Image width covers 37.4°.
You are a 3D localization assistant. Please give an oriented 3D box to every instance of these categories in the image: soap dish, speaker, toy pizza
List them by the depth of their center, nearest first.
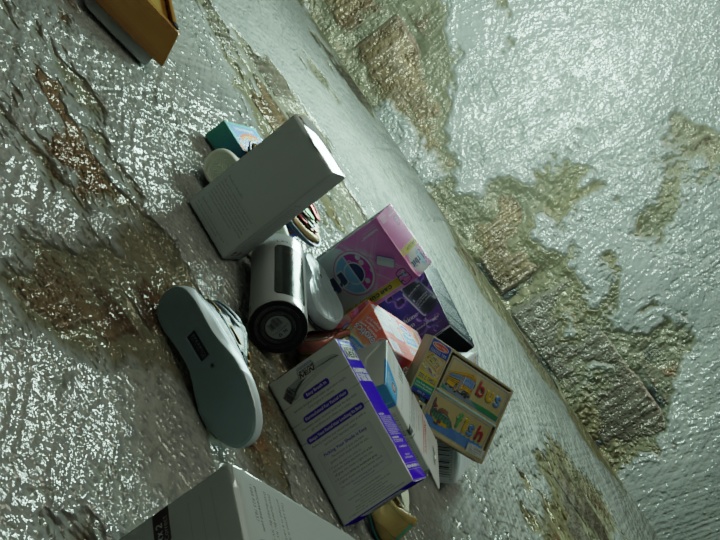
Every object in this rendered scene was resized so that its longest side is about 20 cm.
[{"bbox_3d":[-0.113,0.028,1.458,0.081,0.081,0.201,49,15,-24],"label":"speaker"},{"bbox_3d":[-0.360,-0.430,1.667,0.157,0.081,0.201,45,16,-39],"label":"soap dish"},{"bbox_3d":[-0.114,-0.127,1.703,0.201,0.031,0.200,56,9,-14],"label":"toy pizza"}]

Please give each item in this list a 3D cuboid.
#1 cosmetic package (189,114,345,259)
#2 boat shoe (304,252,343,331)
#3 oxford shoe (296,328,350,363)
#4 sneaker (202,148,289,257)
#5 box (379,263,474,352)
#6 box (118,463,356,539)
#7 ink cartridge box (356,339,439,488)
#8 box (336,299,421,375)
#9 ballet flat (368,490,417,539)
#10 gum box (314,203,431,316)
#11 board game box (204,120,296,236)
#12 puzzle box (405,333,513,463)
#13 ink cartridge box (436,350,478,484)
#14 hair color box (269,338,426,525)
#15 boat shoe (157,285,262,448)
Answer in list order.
[{"bbox_3d":[-0.129,-0.112,1.468,0.102,0.199,0.074,57,14,9],"label":"cosmetic package"},{"bbox_3d":[-0.073,0.043,1.558,0.072,0.062,0.201,40,12,-22],"label":"boat shoe"},{"bbox_3d":[-0.053,0.124,1.516,0.200,0.069,0.076,-15,98,-78],"label":"oxford shoe"},{"bbox_3d":[-0.160,-0.091,1.593,0.202,0.074,0.084,61,6,4],"label":"sneaker"},{"bbox_3d":[0.091,0.084,1.907,0.104,0.147,0.202,38,20,-49],"label":"box"},{"bbox_3d":[-0.074,0.297,0.834,0.200,0.130,0.200,42,19,-43],"label":"box"},{"bbox_3d":[0.047,0.218,1.534,0.117,0.067,0.202,-85,152,-61],"label":"ink cartridge box"},{"bbox_3d":[0.038,0.137,1.697,0.200,0.094,0.104,34,25,-58],"label":"box"},{"bbox_3d":[0.024,0.266,1.410,0.069,0.063,0.202,39,21,-51],"label":"ballet flat"},{"bbox_3d":[0.000,0.000,1.687,0.114,0.199,0.066,53,33,-4],"label":"gum box"},{"bbox_3d":[-0.165,-0.150,1.770,0.201,0.045,0.152,57,13,5],"label":"board game box"},{"bbox_3d":[0.147,0.203,1.672,0.199,0.135,0.025,33,-14,-31],"label":"puzzle box"},{"bbox_3d":[0.163,0.241,1.796,0.200,0.043,0.200,-3,95,-77],"label":"ink cartridge box"},{"bbox_3d":[-0.017,0.199,1.323,0.202,0.109,0.065,60,14,15],"label":"hair color box"},{"bbox_3d":[-0.145,0.104,1.169,0.202,0.071,0.091,60,18,24],"label":"boat shoe"}]
